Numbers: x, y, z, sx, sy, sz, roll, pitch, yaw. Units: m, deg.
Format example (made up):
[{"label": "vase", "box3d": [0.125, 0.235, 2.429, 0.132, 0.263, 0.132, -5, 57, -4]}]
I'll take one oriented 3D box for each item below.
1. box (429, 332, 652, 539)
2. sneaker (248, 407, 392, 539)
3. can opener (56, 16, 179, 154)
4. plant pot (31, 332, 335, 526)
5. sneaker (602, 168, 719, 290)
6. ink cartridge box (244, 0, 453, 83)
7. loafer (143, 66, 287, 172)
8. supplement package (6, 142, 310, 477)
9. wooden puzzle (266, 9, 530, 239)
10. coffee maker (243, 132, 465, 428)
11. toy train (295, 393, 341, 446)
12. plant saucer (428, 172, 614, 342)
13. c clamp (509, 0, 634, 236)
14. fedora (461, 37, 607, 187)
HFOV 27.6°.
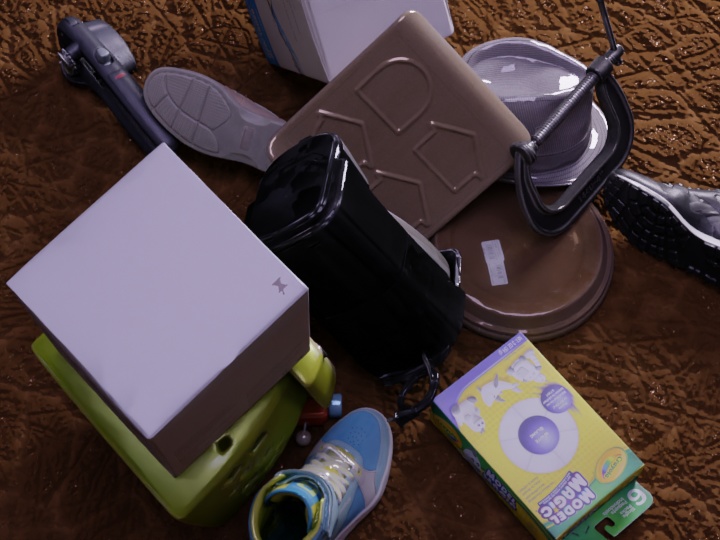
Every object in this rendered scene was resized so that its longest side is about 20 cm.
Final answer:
[{"label": "box", "box3d": [0.170, 0.168, 1.358, 0.117, 0.048, 0.200, -36, 70, -18]}, {"label": "sneaker", "box3d": [-0.031, 0.188, 1.292, 0.079, 0.131, 0.201, 26, 64, 13]}, {"label": "can opener", "box3d": [-0.251, -0.191, 1.525, 0.078, 0.064, 0.200, -31, 67, -18]}, {"label": "plant pot", "box3d": [-0.135, 0.089, 1.272, 0.181, 0.199, 0.200, -41, 79, -4]}, {"label": "sneaker", "box3d": [0.340, -0.050, 1.474, 0.199, 0.076, 0.088, 33, 56, 7]}, {"label": "ink cartridge box", "box3d": [-0.024, -0.290, 1.486, 0.146, 0.146, 0.200, -25, 21, -15]}, {"label": "loafer", "box3d": [-0.127, -0.147, 1.499, 0.199, 0.063, 0.072, 26, 102, 2]}, {"label": "supplement package", "box3d": [-0.140, 0.037, 1.087, 0.152, 0.200, 0.151, -43, 80, -12]}, {"label": "wooden puzzle", "box3d": [0.037, -0.126, 1.428, 0.200, 0.046, 0.185, -42, 110, 11]}, {"label": "coffee maker", "box3d": [0.000, 0.000, 1.326, 0.134, 0.200, 0.193, -39, 35, 12]}, {"label": "toy train", "box3d": [-0.114, 0.084, 1.388, 0.198, 0.056, 0.151, 3, 62, 0]}, {"label": "plant saucer", "box3d": [0.158, -0.023, 1.469, 0.198, 0.030, 0.202, 1, 63, -2]}, {"label": "c clamp", "box3d": [0.206, -0.140, 1.439, 0.027, 0.171, 0.200, 19, 63, 45]}, {"label": "fedora", "box3d": [0.169, -0.174, 1.497, 0.198, 0.091, 0.178, 9, 49, 2]}]
